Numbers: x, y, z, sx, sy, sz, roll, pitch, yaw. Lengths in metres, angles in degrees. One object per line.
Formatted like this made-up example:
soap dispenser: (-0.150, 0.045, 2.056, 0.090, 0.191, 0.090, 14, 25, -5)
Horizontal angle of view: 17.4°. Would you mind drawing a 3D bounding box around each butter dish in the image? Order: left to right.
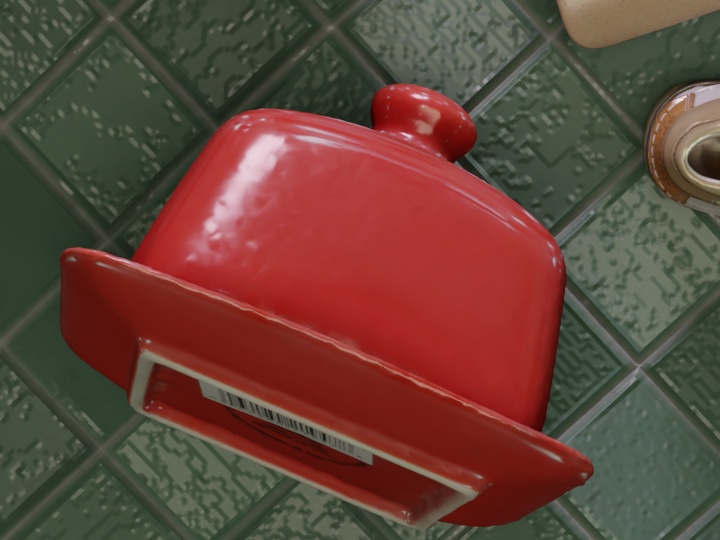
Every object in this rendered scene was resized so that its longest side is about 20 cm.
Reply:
butter dish: (0.000, 0.000, 0.883, 0.199, 0.199, 0.148, 23, 77, -2)

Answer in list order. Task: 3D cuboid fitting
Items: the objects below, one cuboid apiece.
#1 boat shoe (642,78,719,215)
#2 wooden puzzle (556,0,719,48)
boat shoe: (0.211, -0.039, 0.907, 0.199, 0.068, 0.075, -1, 100, 2)
wooden puzzle: (0.139, -0.205, 0.895, 0.184, 0.046, 0.201, -18, 104, 5)
